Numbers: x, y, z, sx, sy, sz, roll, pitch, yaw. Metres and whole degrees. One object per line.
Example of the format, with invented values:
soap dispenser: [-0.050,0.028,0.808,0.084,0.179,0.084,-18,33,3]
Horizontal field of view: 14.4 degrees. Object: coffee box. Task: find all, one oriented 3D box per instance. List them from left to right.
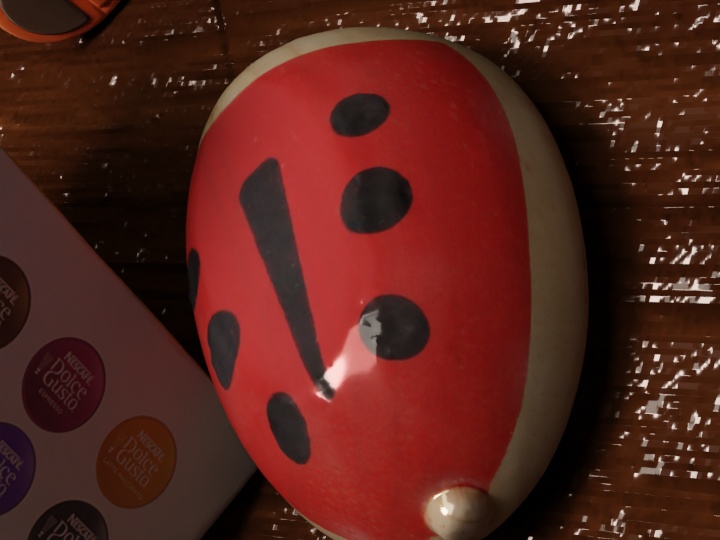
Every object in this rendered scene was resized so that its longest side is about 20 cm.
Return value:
coffee box: [-0.194,0.046,0.920,0.198,0.200,0.200,-50,34,-16]

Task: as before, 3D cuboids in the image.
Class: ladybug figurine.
ladybug figurine: [0.000,0.000,0.863,0.136,0.072,0.200,-46,41,22]

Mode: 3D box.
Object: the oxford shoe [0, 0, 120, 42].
oxford shoe: [-0.083,-0.181,1.067,0.200,0.071,0.073,-48,36,21]
